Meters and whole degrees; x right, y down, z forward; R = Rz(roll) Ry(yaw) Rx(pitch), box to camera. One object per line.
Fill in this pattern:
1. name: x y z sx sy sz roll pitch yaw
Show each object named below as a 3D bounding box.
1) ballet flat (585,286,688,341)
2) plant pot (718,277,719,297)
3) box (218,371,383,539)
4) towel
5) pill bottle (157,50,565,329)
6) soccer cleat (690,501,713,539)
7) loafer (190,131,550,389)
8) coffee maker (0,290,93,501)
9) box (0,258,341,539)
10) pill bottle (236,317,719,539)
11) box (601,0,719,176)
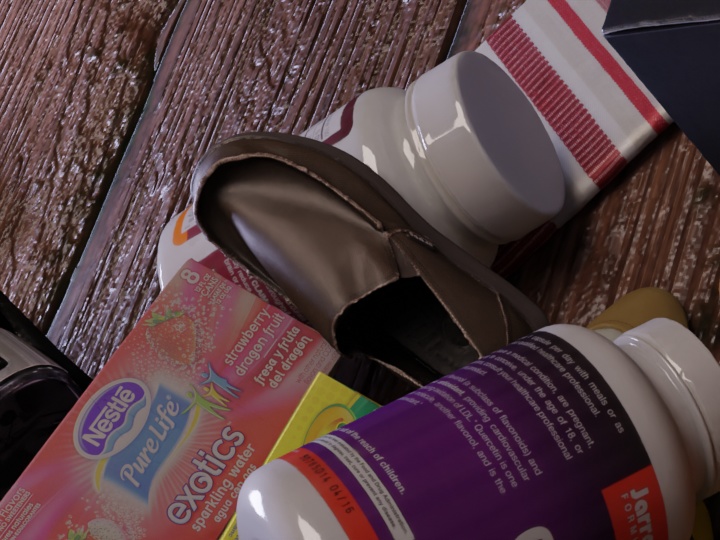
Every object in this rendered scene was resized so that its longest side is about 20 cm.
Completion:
1. ballet flat: 0.104 0.085 0.960 0.068 0.063 0.201 -2 59 41
2. plant pot: 0.265 0.035 0.767 0.183 0.201 0.200 -31 40 -3
3. box: -0.027 0.119 0.968 0.048 0.200 0.118 30 79 6
4. towel: 0.101 -0.084 1.128 0.200 0.023 0.144 -43 42 11
5. pill bottle: 0.000 -0.025 1.078 0.199 0.114 0.115 -30 43 27
6. soccer cleat: 0.137 0.186 0.869 0.083 0.065 0.201 6 56 12
7. loafer: 0.000 0.000 0.981 0.199 0.071 0.073 30 115 11
8. coffee maker: -0.230 0.068 1.227 0.200 0.192 0.135 42 98 33
9. box: -0.100 0.108 0.982 0.094 0.103 0.200 29 57 8
10. pill bottle: 0.056 0.095 0.837 0.199 0.113 0.112 -25 36 -18
11. box: 0.216 -0.128 0.912 0.104 0.200 0.183 -3 57 39
